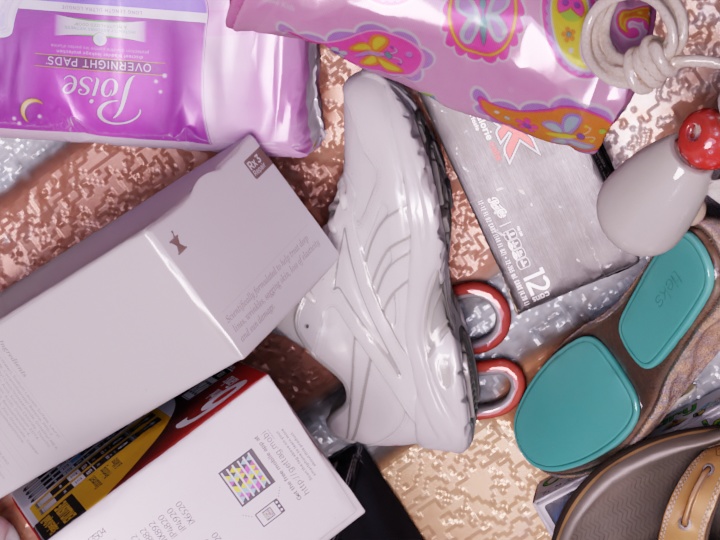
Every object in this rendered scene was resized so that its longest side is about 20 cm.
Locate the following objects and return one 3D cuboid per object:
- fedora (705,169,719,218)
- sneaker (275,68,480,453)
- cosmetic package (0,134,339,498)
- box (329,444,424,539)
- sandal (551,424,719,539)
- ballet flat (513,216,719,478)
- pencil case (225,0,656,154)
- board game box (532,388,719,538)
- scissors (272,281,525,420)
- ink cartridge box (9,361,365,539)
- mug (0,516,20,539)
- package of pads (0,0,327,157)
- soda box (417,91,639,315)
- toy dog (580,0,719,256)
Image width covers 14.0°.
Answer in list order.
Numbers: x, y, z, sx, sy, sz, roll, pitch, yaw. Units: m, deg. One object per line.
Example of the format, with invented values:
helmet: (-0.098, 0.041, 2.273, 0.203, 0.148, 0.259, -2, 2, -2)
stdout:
fedora: (0.238, -0.079, 1.398, 0.199, 0.176, 0.091, -18, 65, 42)
sneaker: (0.000, 0.000, 1.457, 0.099, 0.078, 0.201, -7, 102, 7)
cosmetic package: (-0.120, 0.025, 1.440, 0.199, 0.113, 0.081, -28, 102, 39)
box: (-0.058, 0.211, 1.468, 0.199, 0.199, 0.124, -31, 101, 14)
sandal: (0.186, 0.118, 1.442, 0.199, 0.055, 0.082, -18, 119, 10)
ballet flat: (0.149, 0.041, 1.456, 0.200, 0.067, 0.068, -49, 61, 48)
pencil case: (0.036, -0.123, 1.364, 0.199, 0.087, 0.088, 19, 106, -2)
board game box: (0.204, 0.122, 1.495, 0.199, 0.035, 0.127, -28, 99, 15)
scissors: (-0.014, 0.040, 1.514, 0.198, 0.014, 0.074, 1, 106, 5)
ink cartridge box: (-0.106, 0.126, 1.426, 0.175, 0.200, 0.084, -37, 98, -8)
mug: (-0.261, 0.198, 1.493, 0.174, 0.201, 0.148, -6, 127, 3)
package of pads: (-0.113, -0.122, 1.453, 0.198, 0.076, 0.121, 4, 104, 6)
soda box: (0.070, -0.086, 1.446, 0.070, 0.063, 0.201, -23, 101, 11)
toy dog: (0.197, -0.076, 1.276, 0.199, 0.096, 0.133, -15, 74, 46)
